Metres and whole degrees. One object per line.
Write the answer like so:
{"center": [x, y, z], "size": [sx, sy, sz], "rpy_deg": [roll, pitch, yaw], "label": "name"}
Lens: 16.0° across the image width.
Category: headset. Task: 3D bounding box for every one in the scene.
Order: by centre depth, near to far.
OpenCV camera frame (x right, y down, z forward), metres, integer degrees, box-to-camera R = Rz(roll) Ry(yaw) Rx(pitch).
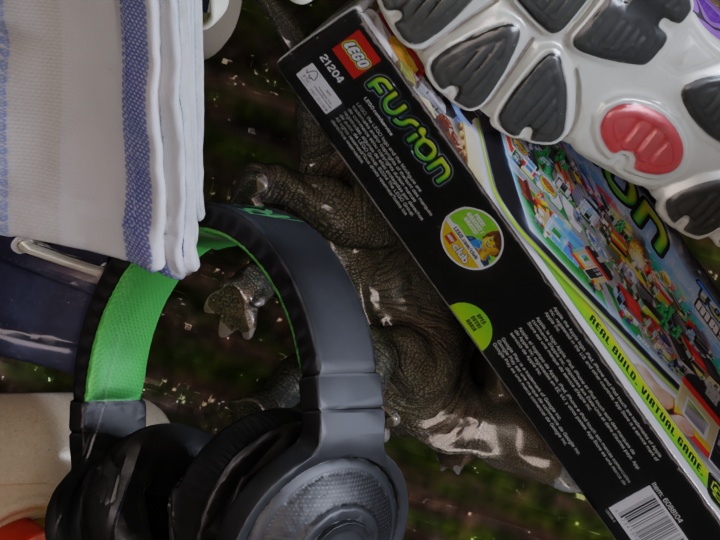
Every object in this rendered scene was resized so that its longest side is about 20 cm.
{"center": [-0.051, 0.079, 0.762], "size": [0.094, 0.123, 0.201], "rpy_deg": [0, 83, -41], "label": "headset"}

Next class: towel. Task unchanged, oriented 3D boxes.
{"center": [-0.137, -0.076, 0.732], "size": [0.200, 0.024, 0.147], "rpy_deg": [13, 128, 13], "label": "towel"}

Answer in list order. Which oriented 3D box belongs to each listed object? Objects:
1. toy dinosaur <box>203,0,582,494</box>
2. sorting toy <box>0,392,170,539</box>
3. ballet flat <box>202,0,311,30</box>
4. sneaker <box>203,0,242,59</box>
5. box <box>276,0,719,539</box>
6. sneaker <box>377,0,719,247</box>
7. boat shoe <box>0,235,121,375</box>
{"center": [0.000, 0.000, 0.837], "size": [0.077, 0.102, 0.200], "rpy_deg": [-27, 92, 38], "label": "toy dinosaur"}
{"center": [-0.145, 0.140, 0.824], "size": [0.185, 0.036, 0.201], "rpy_deg": [1, 98, -37], "label": "sorting toy"}
{"center": [-0.040, -0.104, 0.729], "size": [0.200, 0.067, 0.067], "rpy_deg": [-13, 114, 26], "label": "ballet flat"}
{"center": [-0.081, -0.162, 0.796], "size": [0.080, 0.076, 0.201], "rpy_deg": [-5, 98, -26], "label": "sneaker"}
{"center": [0.060, -0.009, 0.818], "size": [0.035, 0.110, 0.200], "rpy_deg": [-32, 98, 28], "label": "box"}
{"center": [0.068, -0.076, 0.806], "size": [0.081, 0.083, 0.200], "rpy_deg": [-47, 126, 9], "label": "sneaker"}
{"center": [-0.158, -0.033, 0.825], "size": [0.200, 0.075, 0.093], "rpy_deg": [19, 111, 3], "label": "boat shoe"}
